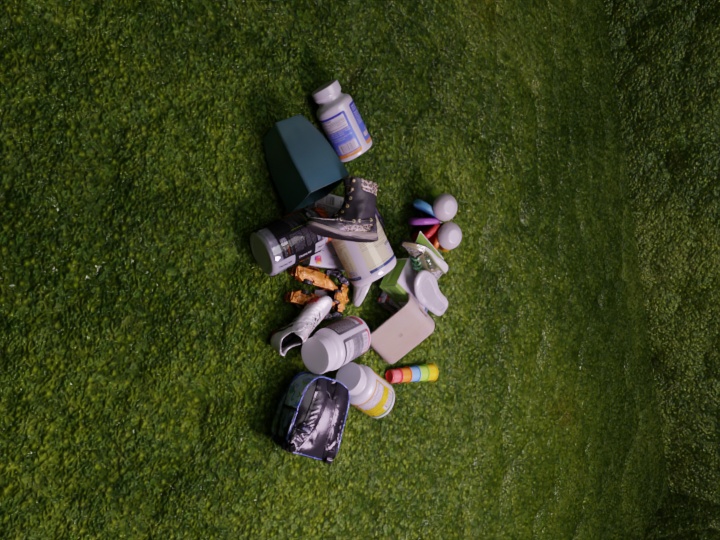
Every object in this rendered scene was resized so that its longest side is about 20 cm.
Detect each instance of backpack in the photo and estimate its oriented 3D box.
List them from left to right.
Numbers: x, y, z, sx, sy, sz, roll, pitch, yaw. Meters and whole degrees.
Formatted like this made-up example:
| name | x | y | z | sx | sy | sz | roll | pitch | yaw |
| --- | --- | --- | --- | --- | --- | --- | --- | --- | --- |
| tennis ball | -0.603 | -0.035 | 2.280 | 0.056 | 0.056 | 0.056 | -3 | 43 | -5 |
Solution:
| name | x | y | z | sx | sy | sz | roll | pitch | yaw |
| --- | --- | --- | --- | --- | --- | --- | --- | --- | --- |
| backpack | -0.132 | 0.373 | 1.527 | 0.181 | 0.145 | 0.205 | 29 | 75 | -37 |

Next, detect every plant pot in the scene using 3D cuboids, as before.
| name | x | y | z | sx | sy | sz | roll | pitch | yaw |
| --- | --- | --- | --- | --- | --- | --- | --- | --- | --- |
| plant pot | -0.154 | -0.284 | 1.502 | 0.140 | 0.141 | 0.203 | -29 | 90 | -36 |

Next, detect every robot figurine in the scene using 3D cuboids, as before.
| name | x | y | z | sx | sy | sz | roll | pitch | yaw |
| --- | --- | --- | --- | --- | --- | --- | --- | --- | --- |
| robot figurine | -0.113 | 0.058 | 1.605 | 0.197 | 0.057 | 0.149 | 20 | 77 | -40 |

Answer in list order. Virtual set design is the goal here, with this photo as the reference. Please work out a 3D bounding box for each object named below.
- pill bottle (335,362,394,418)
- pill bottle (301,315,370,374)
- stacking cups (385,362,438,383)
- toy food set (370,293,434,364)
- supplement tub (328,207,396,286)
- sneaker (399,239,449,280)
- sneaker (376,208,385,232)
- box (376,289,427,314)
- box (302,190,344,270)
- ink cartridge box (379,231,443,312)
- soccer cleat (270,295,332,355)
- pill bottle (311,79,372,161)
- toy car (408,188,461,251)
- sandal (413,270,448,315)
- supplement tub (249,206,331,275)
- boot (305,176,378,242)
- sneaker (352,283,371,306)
| name | x | y | z | sx | sy | sz | roll | pitch | yaw |
| --- | --- | --- | --- | --- | --- | --- | --- | --- | --- |
| pill bottle | 0.011 | 0.337 | 1.656 | 0.200 | 0.110 | 0.115 | 46 | 60 | -49 |
| pill bottle | -0.066 | 0.202 | 1.582 | 0.198 | 0.111 | 0.117 | -19 | 103 | -56 |
| stacking cups | 0.162 | 0.335 | 1.866 | 0.196 | 0.060 | 0.062 | 0 | 90 | -39 |
| toy food set | 0.112 | 0.177 | 1.757 | 0.199 | 0.061 | 0.144 | -40 | 122 | 7 |
| supplement tub | -0.001 | -0.078 | 1.589 | 0.144 | 0.143 | 0.204 | -35 | 105 | -36 |
| sneaker | 0.181 | -0.021 | 1.724 | 0.198 | 0.076 | 0.090 | 34 | 83 | -31 |
| sneaker | 0.057 | -0.116 | 1.755 | 0.088 | 0.074 | 0.203 | -56 | 131 | -43 |
| box | 0.146 | 0.082 | 1.857 | 0.199 | 0.039 | 0.140 | 36 | 66 | -37 |
| box | -0.084 | -0.108 | 1.643 | 0.153 | 0.041 | 0.206 | 8 | 84 | -42 |
| ink cartridge box | 0.163 | 0.007 | 1.797 | 0.148 | 0.075 | 0.203 | 43 | 61 | -32 |
| soccer cleat | -0.147 | 0.144 | 1.513 | 0.198 | 0.085 | 0.069 | -37 | 123 | -8 |
| pill bottle | -0.056 | -0.418 | 1.622 | 0.112 | 0.111 | 0.203 | -45 | 118 | -32 |
| toy car | 0.224 | -0.151 | 1.857 | 0.146 | 0.175 | 0.206 | -14 | 101 | -16 |
| sandal | 0.200 | 0.071 | 1.749 | 0.083 | 0.049 | 0.204 | -49 | 134 | -13 |
| supplement tub | -0.173 | -0.081 | 1.491 | 0.197 | 0.121 | 0.126 | -28 | 108 | -29 |
| boot | -0.039 | -0.157 | 1.462 | 0.195 | 0.073 | 0.155 | 8 | 82 | -22 |
| sneaker | 0.000 | 0.000 | 1.711 | 0.086 | 0.075 | 0.205 | 19 | 93 | -3 |
